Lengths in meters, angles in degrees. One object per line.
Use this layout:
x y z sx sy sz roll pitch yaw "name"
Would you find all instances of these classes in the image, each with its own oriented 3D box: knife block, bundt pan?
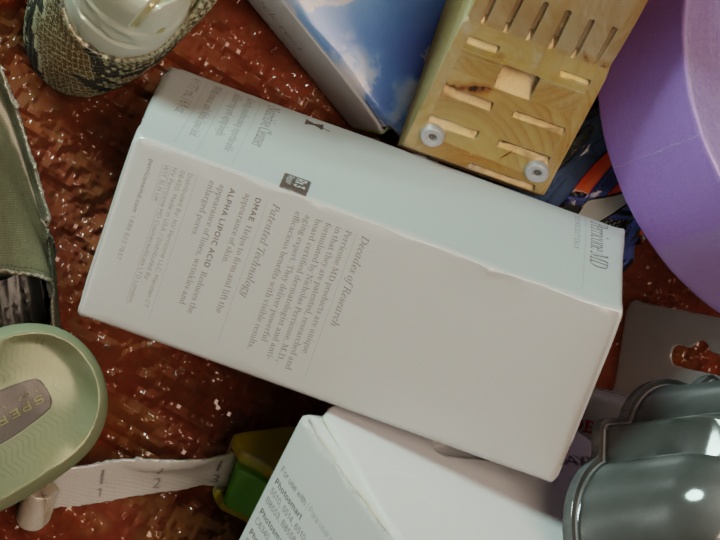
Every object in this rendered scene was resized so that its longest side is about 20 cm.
0.086 -0.155 1.220 0.064 0.176 0.200 20 131 -7 "knife block"
0.171 0.129 1.157 0.202 0.076 0.202 20 60 -40 "bundt pan"

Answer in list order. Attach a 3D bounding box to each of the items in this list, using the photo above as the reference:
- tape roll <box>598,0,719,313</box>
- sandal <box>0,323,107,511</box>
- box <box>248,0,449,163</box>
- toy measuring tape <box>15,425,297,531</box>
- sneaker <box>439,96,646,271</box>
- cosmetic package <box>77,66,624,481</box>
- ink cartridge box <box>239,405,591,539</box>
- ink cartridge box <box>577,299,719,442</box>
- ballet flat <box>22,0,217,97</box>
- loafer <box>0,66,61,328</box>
0.198 -0.072 1.241 0.200 0.066 0.201 7 75 -28 "tape roll"
-0.176 0.081 1.095 0.201 0.057 0.080 -37 103 -23 "sandal"
-0.001 -0.154 1.239 0.122 0.048 0.200 -44 110 -13 "box"
-0.038 0.103 1.232 0.199 0.074 0.074 -6 97 -26 "toy measuring tape"
0.101 -0.040 1.290 0.200 0.075 0.079 -34 116 -9 "sneaker"
0.000 0.000 1.177 0.199 0.113 0.081 18 109 -3 "cosmetic package"
0.012 0.161 1.197 0.146 0.084 0.200 6 123 -36 "ink cartridge box"
0.105 0.111 1.270 0.067 0.117 0.201 12 89 -35 "ink cartridge box"
-0.065 -0.138 1.155 0.068 0.075 0.200 40 108 -14 "ballet flat"
-0.148 -0.012 1.176 0.075 0.070 0.201 -20 103 -21 "loafer"
